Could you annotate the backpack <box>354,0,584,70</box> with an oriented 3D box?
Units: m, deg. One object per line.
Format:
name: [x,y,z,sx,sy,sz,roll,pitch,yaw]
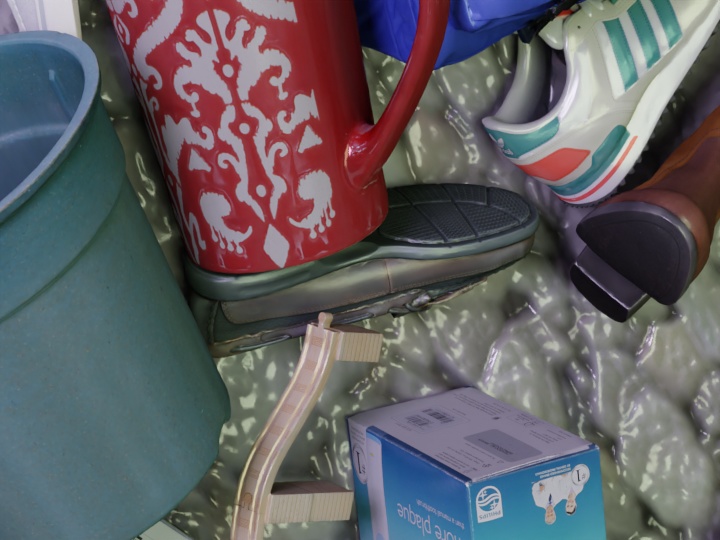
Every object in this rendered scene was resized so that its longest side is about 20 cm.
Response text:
backpack: [0.089,-0.201,1.191,0.200,0.168,0.163,-25,119,-23]

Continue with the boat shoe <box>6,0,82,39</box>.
boat shoe: [-0.185,-0.188,1.112,0.068,0.072,0.201,-16,115,-1]

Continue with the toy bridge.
toy bridge: [-0.035,0.120,1.205,0.067,0.027,0.201,3,98,-45]

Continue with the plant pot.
plant pot: [-0.169,0.025,1.099,0.200,0.200,0.196,-38,122,-16]

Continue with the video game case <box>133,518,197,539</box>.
video game case: [-0.136,0.226,1.202,0.181,0.045,0.200,41,81,-43]

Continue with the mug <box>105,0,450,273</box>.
mug: [-0.047,-0.106,1.139,0.133,0.177,0.201,-24,115,-28]

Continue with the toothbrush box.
toothbrush box: [0.068,0.181,1.264,0.085,0.146,0.201,-14,107,-23]

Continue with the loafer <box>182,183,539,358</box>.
loafer: [0.000,0.000,1.248,0.199,0.072,0.063,-10,124,-18]

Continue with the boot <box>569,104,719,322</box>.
boot: [0.206,-0.066,1.272,0.068,0.188,0.200,40,81,11]

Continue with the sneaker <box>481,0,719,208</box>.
sneaker: [0.136,-0.139,1.277,0.093,0.070,0.200,28,89,-34]
